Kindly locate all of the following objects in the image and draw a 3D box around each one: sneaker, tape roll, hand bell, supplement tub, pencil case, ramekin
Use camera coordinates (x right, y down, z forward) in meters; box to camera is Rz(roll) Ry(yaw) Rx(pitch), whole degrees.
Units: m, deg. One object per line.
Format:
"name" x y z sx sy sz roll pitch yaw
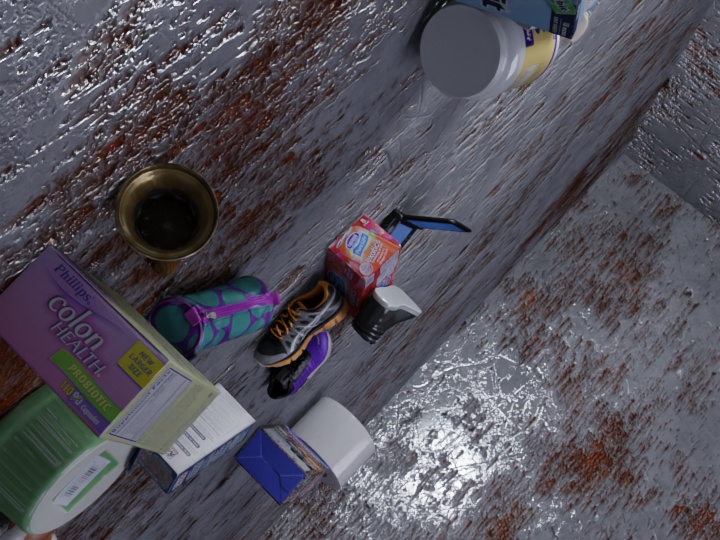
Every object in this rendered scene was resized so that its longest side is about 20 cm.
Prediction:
"sneaker" -0.129 0.191 1.771 0.099 0.069 0.201 -26 152 -52
"tape roll" -0.079 0.451 2.309 0.139 0.202 0.203 -42 164 -24
"hand bell" -0.215 -0.031 0.981 0.104 0.104 0.200 -43 176 -21
"supplement tub" 0.184 -0.322 1.259 0.200 0.145 0.146 -30 157 -52
"pencil case" -0.198 0.062 1.215 0.092 0.086 0.200 -19 -179 26
"sneaker" 0.044 0.086 1.652 0.099 0.071 0.200 -50 160 13
"ramekin" -0.371 0.231 1.101 0.200 0.098 0.200 -45 165 -15
"sneaker" -0.116 0.093 1.587 0.200 0.078 0.077 -41 136 -14

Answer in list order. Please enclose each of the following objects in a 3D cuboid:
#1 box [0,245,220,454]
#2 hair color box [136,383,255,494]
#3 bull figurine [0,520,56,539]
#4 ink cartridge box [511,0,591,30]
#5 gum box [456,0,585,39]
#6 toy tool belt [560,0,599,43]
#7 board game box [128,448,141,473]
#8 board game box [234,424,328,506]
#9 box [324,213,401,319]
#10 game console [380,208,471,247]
"box" -0.261 0.091 0.925 0.097 0.176 0.200 -47 166 -9
"hair color box" -0.280 0.278 1.487 0.200 0.100 0.061 -28 156 -53
"bull figurine" -0.442 0.338 1.236 0.200 0.065 0.121 -46 169 -4
"ink cartridge box" 0.227 -0.403 1.182 0.200 0.145 0.084 -30 156 -52
"gum box" 0.162 -0.351 1.010 0.045 0.199 0.170 -64 167 -8
"toy tool belt" 0.355 -0.478 1.484 0.200 0.125 0.123 -49 -163 13
"board game box" -0.270 0.194 1.219 0.159 0.039 0.200 -67 -167 -1
"board game box" -0.184 0.457 2.100 0.097 0.159 0.200 -48 165 2
"box" 0.000 0.000 1.620 0.100 0.095 0.200 -43 165 -21
"game console" 0.113 -0.055 1.775 0.176 0.116 0.200 -52 165 8
